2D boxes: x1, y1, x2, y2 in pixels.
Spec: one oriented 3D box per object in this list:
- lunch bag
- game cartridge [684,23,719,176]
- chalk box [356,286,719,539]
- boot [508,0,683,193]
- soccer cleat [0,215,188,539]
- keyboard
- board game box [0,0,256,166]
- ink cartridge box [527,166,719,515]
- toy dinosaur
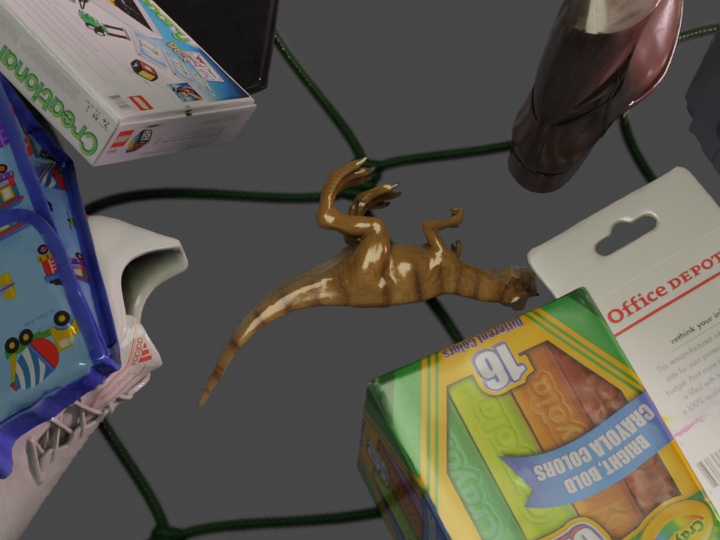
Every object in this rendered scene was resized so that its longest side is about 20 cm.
[{"bbox_3d":[-0.204,0.024,0.849,0.150,0.094,0.200,-28,54,3],"label":"lunch bag"},{"bbox_3d":[0.254,-0.050,0.930,0.041,0.133,0.200,-21,67,-21],"label":"game cartridge"},{"bbox_3d":[0.097,0.136,0.836,0.125,0.124,0.200,-24,68,-13],"label":"chalk box"},{"bbox_3d":[0.148,-0.153,0.936,0.064,0.200,0.187,26,66,9],"label":"boot"},{"bbox_3d":[-0.150,0.058,0.890,0.085,0.069,0.200,7,58,16],"label":"soccer cleat"},{"bbox_3d":[-0.109,-0.192,1.042,0.127,0.021,0.200,6,63,-1],"label":"keyboard"},{"bbox_3d":[-0.164,-0.140,0.944,0.200,0.035,0.126,45,28,17],"label":"board game box"},{"bbox_3d":[0.182,0.056,0.910,0.117,0.067,0.200,-28,70,-15],"label":"ink cartridge box"},{"bbox_3d":[0.000,0.000,0.932,0.200,0.060,0.106,-9,66,-7],"label":"toy dinosaur"}]
